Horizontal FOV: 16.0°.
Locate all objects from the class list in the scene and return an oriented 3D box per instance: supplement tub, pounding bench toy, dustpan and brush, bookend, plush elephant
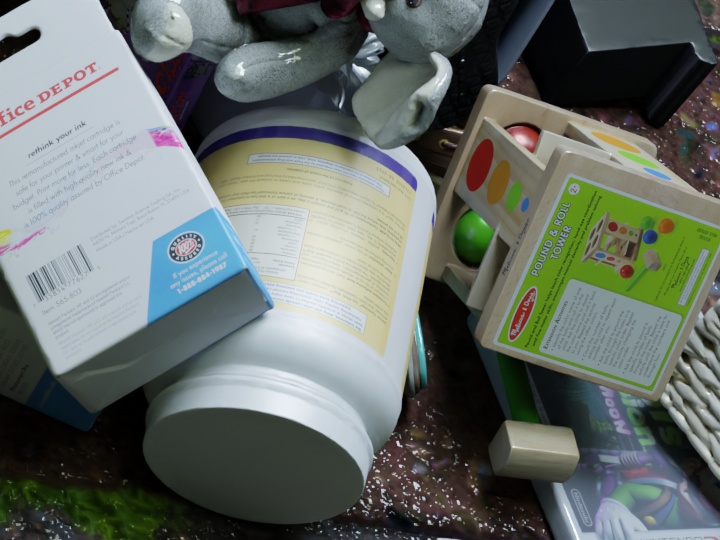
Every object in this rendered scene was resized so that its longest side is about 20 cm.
[{"bbox_3d":[-0.041,0.025,1.428,0.145,0.145,0.200,22,55,-15],"label":"supplement tub"},{"bbox_3d":[0.109,0.012,1.546,0.124,0.200,0.156,17,13,-23],"label":"pounding bench toy"},{"bbox_3d":[-0.080,-0.138,1.563,0.200,0.140,0.057,46,54,10],"label":"dustpan and brush"},{"bbox_3d":[0.118,-0.200,1.797,0.199,0.092,0.200,-8,67,-25],"label":"bookend"},{"bbox_3d":[-0.002,-0.157,1.373,0.200,0.155,0.165,34,67,-43],"label":"plush elephant"}]

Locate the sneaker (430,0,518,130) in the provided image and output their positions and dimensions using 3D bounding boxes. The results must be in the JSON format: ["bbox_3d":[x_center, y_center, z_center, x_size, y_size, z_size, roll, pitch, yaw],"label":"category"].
[{"bbox_3d":[0.041,-0.159,1.540,0.072,0.200,0.083,-27,68,-18],"label":"sneaker"}]

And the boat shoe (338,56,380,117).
[{"bbox_3d":[-0.056,-0.156,1.603,0.057,0.069,0.200,-38,74,-19],"label":"boat shoe"}]

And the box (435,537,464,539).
[{"bbox_3d":[0.131,0.236,1.432,0.200,0.049,0.160,8,51,-28],"label":"box"}]

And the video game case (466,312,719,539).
[{"bbox_3d":[0.176,0.106,1.601,0.182,0.023,0.200,2,51,-32],"label":"video game case"}]

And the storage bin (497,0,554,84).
[{"bbox_3d":[0.047,-0.238,1.653,0.200,0.146,0.134,32,35,0],"label":"storage bin"}]

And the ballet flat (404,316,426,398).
[{"bbox_3d":[0.000,0.000,1.566,0.064,0.067,0.200,-5,49,-2],"label":"ballet flat"}]

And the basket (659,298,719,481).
[{"bbox_3d":[0.288,0.060,1.611,0.136,0.123,0.200,54,31,12],"label":"basket"}]

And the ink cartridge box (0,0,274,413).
[{"bbox_3d":[-0.144,-0.042,1.350,0.115,0.068,0.200,-30,67,1],"label":"ink cartridge box"}]

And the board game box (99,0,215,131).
[{"bbox_3d":[-0.119,-0.171,1.529,0.032,0.200,0.120,-15,61,-37],"label":"board game box"}]

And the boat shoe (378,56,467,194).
[{"bbox_3d":[0.016,-0.113,1.664,0.200,0.068,0.072,26,42,-10],"label":"boat shoe"}]

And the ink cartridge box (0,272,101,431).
[{"bbox_3d":[-0.215,-0.008,1.415,0.200,0.067,0.116,25,43,-12],"label":"ink cartridge box"}]
